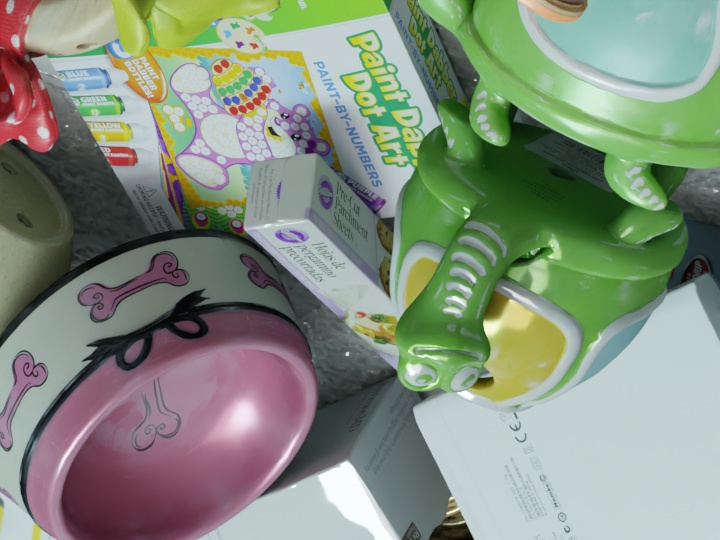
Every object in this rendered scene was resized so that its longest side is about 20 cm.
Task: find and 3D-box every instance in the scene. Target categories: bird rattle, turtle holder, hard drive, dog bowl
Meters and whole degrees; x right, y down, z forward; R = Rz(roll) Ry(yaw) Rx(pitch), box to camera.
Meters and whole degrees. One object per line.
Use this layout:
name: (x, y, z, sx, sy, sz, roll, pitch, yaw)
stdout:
bird rattle: (-0.140, -0.149, 1.140, 0.200, 0.164, 0.112, -21, 162, 37)
turtle holder: (0.115, -0.131, 1.087, 0.185, 0.141, 0.132, 43, 130, 32)
turtle holder: (0.082, 0.002, 1.138, 0.141, 0.186, 0.132, 17, 112, -12)
hard drive: (0.131, 0.096, 1.247, 0.200, 0.027, 0.132, -27, 89, 40)
dog bowl: (-0.111, 0.076, 1.290, 0.074, 0.200, 0.200, 50, 155, 34)

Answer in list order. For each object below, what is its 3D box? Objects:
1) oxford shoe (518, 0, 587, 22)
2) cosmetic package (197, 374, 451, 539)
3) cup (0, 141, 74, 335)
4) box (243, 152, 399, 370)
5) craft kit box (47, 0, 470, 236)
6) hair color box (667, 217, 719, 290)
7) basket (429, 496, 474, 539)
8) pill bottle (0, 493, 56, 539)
oxford shoe: (0.059, -0.202, 0.996, 0.073, 0.071, 0.201, -29, 80, 36)
cosmetic package: (-0.048, 0.149, 1.408, 0.200, 0.113, 0.081, -27, 104, 27)
cup: (-0.241, 0.000, 1.309, 0.200, 0.200, 0.143, 36, 111, -19)
box: (0.000, 0.000, 1.265, 0.039, 0.042, 0.200, -6, 153, 24)
craft kit box: (-0.056, -0.105, 1.224, 0.197, 0.049, 0.200, -9, 131, 23)
hair color box: (0.223, 0.043, 1.267, 0.199, 0.061, 0.099, 17, 138, 1)
basket: (0.053, 0.219, 1.449, 0.199, 0.143, 0.149, -10, 131, 28)
pill bottle: (-0.201, 0.156, 1.495, 0.112, 0.112, 0.200, 17, 138, 1)
